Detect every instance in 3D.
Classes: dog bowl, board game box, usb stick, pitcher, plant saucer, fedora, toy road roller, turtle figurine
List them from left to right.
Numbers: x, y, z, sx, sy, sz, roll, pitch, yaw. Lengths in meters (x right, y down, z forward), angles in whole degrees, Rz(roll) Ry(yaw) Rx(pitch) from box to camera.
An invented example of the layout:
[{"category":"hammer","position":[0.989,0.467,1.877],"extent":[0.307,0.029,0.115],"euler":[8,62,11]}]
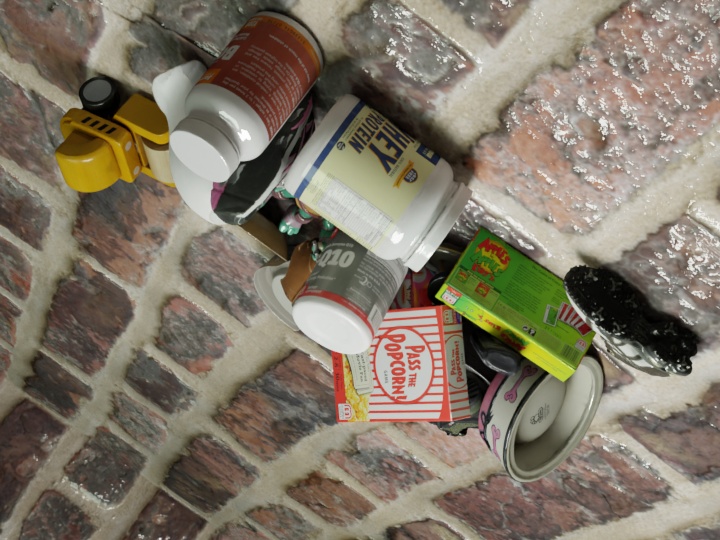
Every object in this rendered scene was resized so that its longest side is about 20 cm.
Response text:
[{"category":"toy road roller","position":[-0.356,-0.176,1.858],"extent":[0.199,0.146,0.123],"euler":[24,152,19]},{"category":"pitcher","position":[-0.199,-0.158,1.707],"extent":[0.172,0.121,0.201],"euler":[67,178,-69]},{"category":"plant saucer","position":[-0.180,-0.083,1.875],"extent":[0.200,0.036,0.200],"euler":[35,178,2]},{"category":"turtle figurine","position":[-0.072,-0.088,1.738],"extent":[0.200,0.101,0.150],"euler":[9,131,61]},{"category":"dog bowl","position":[-0.070,0.040,1.988],"extent":[0.199,0.059,0.200],"euler":[26,151,16]},{"category":"board game box","position":[0.050,0.127,1.705],"extent":[0.199,0.152,0.046],"euler":[-7,177,40]},{"category":"fedora","position":[0.159,0.141,1.860],"extent":[0.177,0.090,0.200],"euler":[42,155,-12]},{"category":"usb stick","position":[0.179,0.106,1.681],"extent":[0.055,0.033,0.200],"euler":[25,-175,-1]},{"category":"board game box","position":[0.209,0.043,1.633],"extent":[0.200,0.102,0.048],"euler":[34,153,2]},{"category":"dog bowl","position":[0.244,0.188,1.744],"extent":[0.074,0.200,0.201],"euler":[34,158,38]}]

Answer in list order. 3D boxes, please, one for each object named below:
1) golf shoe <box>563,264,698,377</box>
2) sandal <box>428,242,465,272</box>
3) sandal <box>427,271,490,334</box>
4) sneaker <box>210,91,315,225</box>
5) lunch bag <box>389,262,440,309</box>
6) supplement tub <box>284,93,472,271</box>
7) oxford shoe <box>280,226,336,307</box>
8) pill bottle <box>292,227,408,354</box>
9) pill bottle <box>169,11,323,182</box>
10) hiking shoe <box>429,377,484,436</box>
[{"category":"golf shoe","position":[0.323,0.074,1.585],"extent":[0.200,0.078,0.094],"euler":[39,153,-6]},{"category":"sandal","position":[0.150,0.032,1.732],"extent":[0.082,0.055,0.200],"euler":[-6,133,52]},{"category":"sandal","position":[0.182,0.059,1.684],"extent":[0.199,0.045,0.075],"euler":[18,129,-12]},{"category":"sneaker","position":[-0.109,-0.134,1.604],"extent":[0.080,0.200,0.086],"euler":[26,162,27]},{"category":"lunch bag","position":[0.051,0.081,1.782],"extent":[0.082,0.201,0.176],"euler":[0,179,-44]},{"category":"supplement tub","position":[0.023,-0.105,1.552],"extent":[0.200,0.145,0.145],"euler":[35,153,-2]},{"category":"oxford shoe","position":[-0.062,-0.022,1.828],"extent":[0.071,0.071,0.200],"euler":[52,129,15]},{"category":"pill bottle","position":[0.000,0.000,1.677],"extent":[0.113,0.201,0.114],"euler":[20,150,13]},{"category":"pill bottle","position":[-0.138,-0.205,1.507],"extent":[0.112,0.200,0.112],"euler":[26,152,15]},{"category":"hiking shoe","position":[0.112,0.206,1.833],"extent":[0.200,0.076,0.101],"euler":[1,134,50]}]
